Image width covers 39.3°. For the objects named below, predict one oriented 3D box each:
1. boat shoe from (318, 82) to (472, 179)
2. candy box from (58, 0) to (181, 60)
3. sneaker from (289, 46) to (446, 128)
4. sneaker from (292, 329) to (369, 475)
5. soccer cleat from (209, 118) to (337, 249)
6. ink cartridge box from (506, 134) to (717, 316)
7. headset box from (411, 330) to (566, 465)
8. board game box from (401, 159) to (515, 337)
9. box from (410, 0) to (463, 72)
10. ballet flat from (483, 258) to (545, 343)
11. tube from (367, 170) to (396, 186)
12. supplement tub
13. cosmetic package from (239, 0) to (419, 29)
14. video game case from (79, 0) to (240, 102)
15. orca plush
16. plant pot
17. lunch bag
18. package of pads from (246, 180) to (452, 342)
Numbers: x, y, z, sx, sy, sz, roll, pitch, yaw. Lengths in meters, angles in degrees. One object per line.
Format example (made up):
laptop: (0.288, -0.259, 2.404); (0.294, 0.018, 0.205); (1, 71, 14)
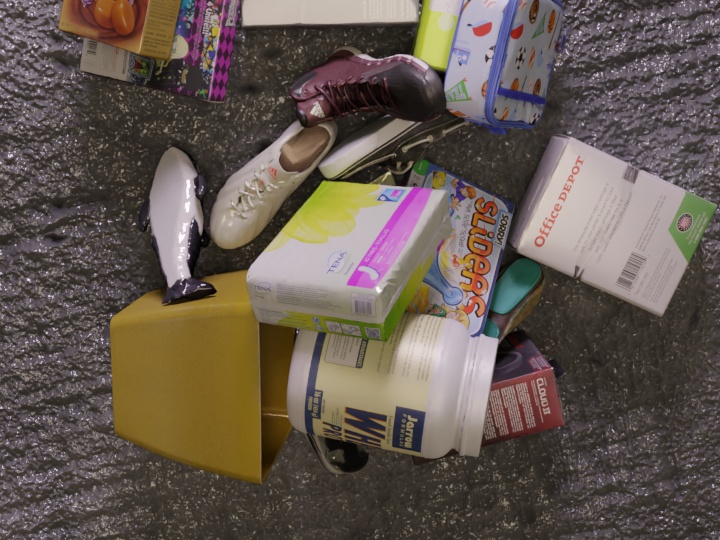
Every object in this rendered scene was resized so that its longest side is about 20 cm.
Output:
boat shoe: (0.046, -0.145, 1.138); (0.199, 0.071, 0.064); (-32, 106, -16)
candy box: (-0.236, -0.332, 1.040); (0.116, 0.056, 0.201); (20, 102, 24)
sneaker: (-0.005, -0.178, 1.074); (0.115, 0.200, 0.076); (-33, 122, -23)
sneaker: (-0.052, 0.148, 1.215); (0.074, 0.088, 0.201); (-5, 79, -28)
soccer cleat: (-0.104, -0.104, 1.151); (0.069, 0.078, 0.200); (42, 96, -11)
ink cartridge box: (0.290, -0.056, 1.188); (0.199, 0.084, 0.147); (24, 99, -9)
headset box: (0.141, 0.143, 1.187); (0.199, 0.149, 0.075); (-15, 104, 0)
board game box: (0.092, -0.019, 1.146); (0.135, 0.034, 0.201); (24, 58, -10)
box: (0.097, -0.319, 1.098); (0.047, 0.122, 0.201); (12, 101, -3)
ballet flat: (0.146, 0.064, 1.181); (0.200, 0.071, 0.071); (-41, 104, -27)
tube: (0.054, -0.015, 1.202); (0.058, 0.052, 0.201); (-38, 99, -34)
supplement tub: (0.035, 0.113, 1.045); (0.199, 0.145, 0.146); (10, 102, 9)
cosmetic package: (-0.036, -0.320, 1.108); (0.198, 0.090, 0.108); (0, 101, -1)
video game case: (-0.211, -0.296, 1.082); (0.180, 0.036, 0.201); (16, 102, 24)
orca plush: (-0.185, -0.045, 1.129); (0.105, 0.201, 0.071); (-41, 139, 19)
plant pot: (-0.176, 0.106, 1.143); (0.175, 0.200, 0.201); (2, 102, 7)
lunch bag: (0.160, -0.227, 1.092); (0.075, 0.200, 0.161); (15, 101, 25)
package of pads: (-0.011, -0.018, 1.031); (0.154, 0.200, 0.069); (6, 127, 24)
